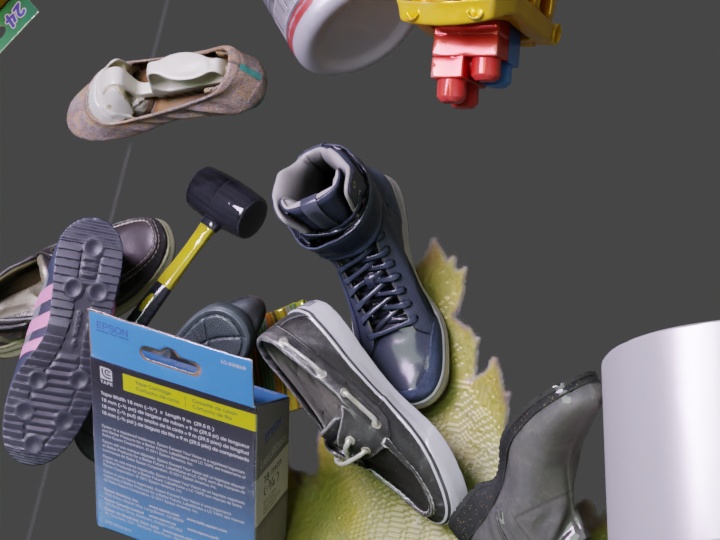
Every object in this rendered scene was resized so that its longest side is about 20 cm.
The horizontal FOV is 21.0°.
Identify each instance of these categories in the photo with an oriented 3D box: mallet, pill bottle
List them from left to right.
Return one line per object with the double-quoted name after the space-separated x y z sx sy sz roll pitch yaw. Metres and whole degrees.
-0.162 0.001 1.586 0.200 0.041 0.066 -47 60 -5 "mallet"
-0.041 -0.267 1.583 0.115 0.116 0.201 -35 62 12 "pill bottle"

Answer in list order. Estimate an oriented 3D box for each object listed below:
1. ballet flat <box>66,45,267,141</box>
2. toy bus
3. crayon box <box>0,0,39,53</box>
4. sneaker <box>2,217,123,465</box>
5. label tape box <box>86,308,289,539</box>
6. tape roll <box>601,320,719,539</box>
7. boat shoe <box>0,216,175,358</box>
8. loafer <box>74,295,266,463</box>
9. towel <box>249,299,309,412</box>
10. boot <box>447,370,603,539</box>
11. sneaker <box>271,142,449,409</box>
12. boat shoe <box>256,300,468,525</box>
-0.175 -0.157 1.641 0.198 0.067 0.069 -11 69 23 "ballet flat"
0.080 -0.226 1.471 0.134 0.200 0.194 4 83 24 "toy bus"
-0.398 -0.264 1.791 0.126 0.052 0.200 -45 61 7 "crayon box"
-0.234 0.056 1.556 0.070 0.082 0.202 20 90 -9 "sneaker"
-0.127 0.118 1.462 0.143 0.063 0.202 16 123 21 "label tape box"
0.258 0.124 1.269 0.201 0.202 0.141 -7 70 23 "tape roll"
-0.247 0.012 1.624 0.199 0.065 0.074 -30 62 13 "boat shoe"
-0.146 0.088 1.545 0.199 0.063 0.072 -38 92 29 "loafer"
-0.123 0.091 1.567 0.198 0.018 0.087 -19 66 20 "towel"
0.145 0.173 1.352 0.131 0.067 0.201 54 138 28 "boot"
-0.002 0.000 1.466 0.076 0.146 0.204 -23 67 15 "sneaker"
-0.001 0.116 1.445 0.063 0.071 0.200 -32 75 -34 "boat shoe"
